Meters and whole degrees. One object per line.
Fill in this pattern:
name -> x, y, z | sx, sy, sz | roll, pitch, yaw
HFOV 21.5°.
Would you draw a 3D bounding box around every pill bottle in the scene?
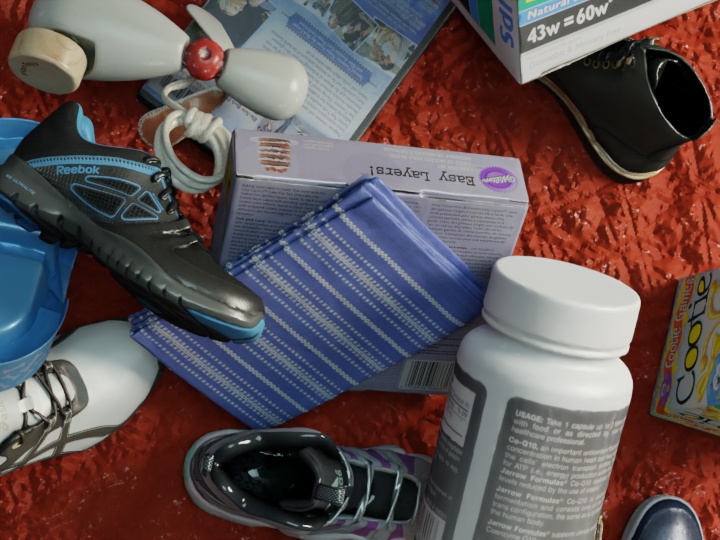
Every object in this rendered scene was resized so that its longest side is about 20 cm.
pill bottle -> 0.106, 0.101, 1.186 | 0.112, 0.113, 0.202 | 10, 105, -10

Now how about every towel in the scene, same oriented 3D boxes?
towel -> -0.031, 0.026, 1.206 | 0.199, 0.024, 0.145 | -29, 132, 23

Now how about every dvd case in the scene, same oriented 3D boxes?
dvd case -> -0.041, -0.154, 1.315 | 0.142, 0.018, 0.201 | 37, 77, -6

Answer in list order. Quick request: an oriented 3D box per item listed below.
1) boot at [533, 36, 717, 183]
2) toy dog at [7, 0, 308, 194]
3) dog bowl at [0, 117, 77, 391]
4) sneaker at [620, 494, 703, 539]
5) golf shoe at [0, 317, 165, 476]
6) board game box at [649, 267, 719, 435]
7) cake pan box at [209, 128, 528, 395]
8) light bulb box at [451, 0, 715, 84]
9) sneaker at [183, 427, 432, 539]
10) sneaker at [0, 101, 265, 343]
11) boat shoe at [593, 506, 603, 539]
boot -> 0.162, -0.159, 1.294 | 0.077, 0.138, 0.200 | -43, 92, -13
toy dog -> -0.143, -0.136, 1.252 | 0.199, 0.096, 0.132 | 39, 70, -1
dog bowl -> -0.232, -0.007, 1.201 | 0.110, 0.050, 0.201 | 11, 50, -4
sneaker -> 0.214, 0.252, 1.272 | 0.069, 0.108, 0.202 | 9, 82, -10
golf shoe -> -0.211, 0.090, 1.215 | 0.199, 0.094, 0.078 | -29, 88, -14
board game box -> 0.283, 0.057, 1.261 | 0.104, 0.200, 0.104 | 16, 81, -9
cake pan box -> 0.000, 0.000, 1.228 | 0.198, 0.185, 0.053 | 4, 46, -9
light bulb box -> 0.141, -0.258, 1.261 | 0.197, 0.125, 0.201 | -23, 50, -12
sneaker -> -0.012, 0.145, 1.222 | 0.198, 0.140, 0.079 | 6, 82, -10
sneaker -> -0.132, -0.030, 1.148 | 0.199, 0.073, 0.082 | 34, 76, 14
boat shoe -> 0.135, 0.185, 1.286 | 0.070, 0.070, 0.202 | 15, 86, -50
